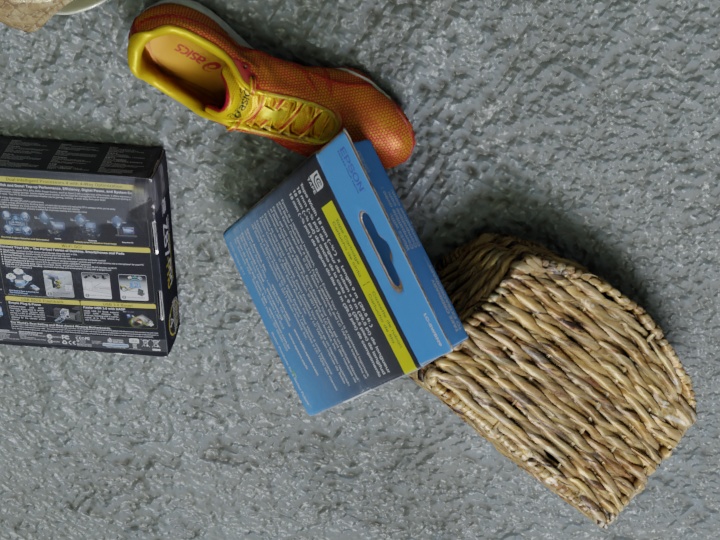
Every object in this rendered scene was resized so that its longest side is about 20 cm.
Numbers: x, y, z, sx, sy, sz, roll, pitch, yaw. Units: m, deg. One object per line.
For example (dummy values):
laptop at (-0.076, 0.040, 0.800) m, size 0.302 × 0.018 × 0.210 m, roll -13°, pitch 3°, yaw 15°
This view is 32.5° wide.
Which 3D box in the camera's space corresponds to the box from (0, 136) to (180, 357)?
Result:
box at (-0.238, -0.016, 0.907) m, size 0.199 × 0.049 × 0.162 m, roll 4°, pitch 127°, yaw 4°

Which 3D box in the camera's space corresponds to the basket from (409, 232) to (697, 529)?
basket at (0.129, 0.063, 0.910) m, size 0.200 × 0.149 × 0.143 m, roll 40°, pitch 87°, yaw -19°

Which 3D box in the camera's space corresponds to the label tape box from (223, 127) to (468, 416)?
label tape box at (0.000, 0.000, 0.790) m, size 0.200 × 0.063 × 0.144 m, roll -31°, pitch 84°, yaw 58°

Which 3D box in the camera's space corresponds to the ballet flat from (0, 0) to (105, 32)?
ballet flat at (-0.153, -0.205, 0.766) m, size 0.200 × 0.071 × 0.065 m, roll -19°, pitch 148°, yaw 22°

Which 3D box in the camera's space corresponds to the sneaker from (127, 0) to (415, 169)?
sneaker at (-0.060, -0.107, 0.805) m, size 0.200 × 0.077 × 0.073 m, roll 20°, pitch 123°, yaw -9°
